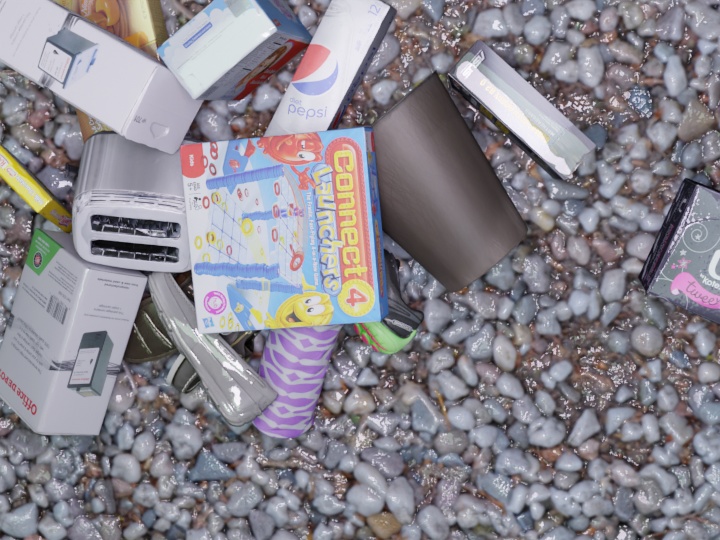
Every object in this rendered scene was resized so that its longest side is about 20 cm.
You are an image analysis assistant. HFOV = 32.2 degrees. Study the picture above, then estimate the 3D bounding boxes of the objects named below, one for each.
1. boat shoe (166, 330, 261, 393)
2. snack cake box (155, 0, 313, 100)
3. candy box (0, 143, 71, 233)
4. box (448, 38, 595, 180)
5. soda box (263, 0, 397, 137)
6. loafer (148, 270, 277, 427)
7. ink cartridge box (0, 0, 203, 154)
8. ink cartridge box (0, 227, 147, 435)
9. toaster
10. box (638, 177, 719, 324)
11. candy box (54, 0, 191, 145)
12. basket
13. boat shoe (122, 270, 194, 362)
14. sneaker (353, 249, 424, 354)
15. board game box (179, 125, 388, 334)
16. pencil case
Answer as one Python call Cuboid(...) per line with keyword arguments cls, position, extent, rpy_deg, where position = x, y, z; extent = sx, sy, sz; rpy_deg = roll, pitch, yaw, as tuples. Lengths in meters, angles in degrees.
Cuboid(cls="boat shoe", position=(-0.144, 0.075, 1.453), extent=(0.060, 0.072, 0.202), rpy_deg=(44, 97, 6))
Cuboid(cls="snack cake box", position=(-0.130, -0.243, 1.345), extent=(0.115, 0.200, 0.067), rpy_deg=(-39, 90, 11))
Cuboid(cls="candy box", position=(-0.371, -0.094, 1.402), extent=(0.102, 0.200, 0.026), rpy_deg=(43, 83, 1))
Cuboid(cls="box", position=(0.166, -0.164, 1.313), extent=(0.158, 0.200, 0.048), rpy_deg=(43, 97, 0))
Cuboid(cls="soda box", position=(-0.035, -0.220, 1.402), extent=(0.063, 0.068, 0.201), rpy_deg=(29, 101, 4))
Cuboid(cls="loafer", position=(-0.167, 0.079, 1.391), extent=(0.070, 0.070, 0.200), rpy_deg=(-33, 83, -13))
Cuboid(cls="ink cartridge box", position=(-0.283, -0.214, 1.327), extent=(0.199, 0.146, 0.086), rpy_deg=(30, 94, 13))
Cuboid(cls="ink cartridge box", position=(-0.340, 0.071, 1.442), extent=(0.146, 0.084, 0.201), rpy_deg=(30, 105, 46))
Cuboid(cls="toaster", position=(-0.244, -0.077, 1.391), extent=(0.199, 0.130, 0.114), rpy_deg=(7, 131, -7))
Cuboid(cls="box", position=(0.418, 0.001, 1.339), extent=(0.199, 0.115, 0.133), rpy_deg=(24, 100, 5))
Cuboid(cls="candy box", position=(-0.277, -0.234, 1.441), extent=(0.115, 0.055, 0.201), rpy_deg=(-12, 96, 10))
Cuboid(cls="basket", position=(0.080, -0.087, 1.370), extent=(0.180, 0.136, 0.200), rpy_deg=(-38, 96, 34))
Cuboid(cls="boat shoe", position=(-0.200, 0.037, 1.460), extent=(0.200, 0.068, 0.072), rpy_deg=(-35, 99, 9))
Cuboid(cls="sneaker", position=(0.000, 0.000, 1.432), extent=(0.084, 0.077, 0.200), rpy_deg=(-33, 88, -18))
Cuboid(cls="board game box", position=(-0.078, -0.041, 1.291), extent=(0.195, 0.056, 0.201), rpy_deg=(-5, 95, 11))
Cuboid(cls="pencil case", position=(-0.068, 0.098, 1.408), extent=(0.084, 0.085, 0.201), rpy_deg=(51, 134, 35))
